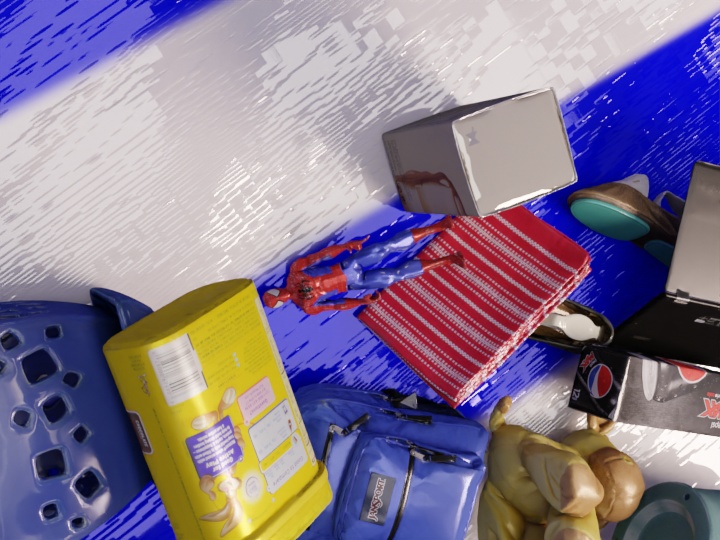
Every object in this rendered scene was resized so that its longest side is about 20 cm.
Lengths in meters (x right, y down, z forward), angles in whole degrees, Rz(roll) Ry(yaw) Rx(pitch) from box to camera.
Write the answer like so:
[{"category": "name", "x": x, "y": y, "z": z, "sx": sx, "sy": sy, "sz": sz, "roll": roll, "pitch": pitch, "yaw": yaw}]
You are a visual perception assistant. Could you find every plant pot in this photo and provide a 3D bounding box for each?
[{"category": "plant pot", "x": -0.256, "y": 0.116, "z": 0.870, "sx": 0.179, "sy": 0.200, "sz": 0.201, "roll": -16, "pitch": 98, "yaw": -20}, {"category": "plant pot", "x": 0.363, "y": 0.310, "z": 1.026, "sx": 0.187, "sy": 0.200, "sz": 0.201, "roll": 29, "pitch": 87, "yaw": -23}]

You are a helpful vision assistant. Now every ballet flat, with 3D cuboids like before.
[{"category": "ballet flat", "x": 0.172, "y": 0.038, "z": 1.034, "sx": 0.199, "sy": 0.068, "sz": 0.068, "roll": 15, "pitch": 88, "yaw": -15}, {"category": "ballet flat", "x": 0.305, "y": -0.057, "z": 1.068, "sx": 0.199, "sy": 0.068, "sz": 0.073, "roll": 25, "pitch": 68, "yaw": -15}]

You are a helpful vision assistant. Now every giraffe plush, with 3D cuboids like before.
[{"category": "giraffe plush", "x": 0.210, "y": 0.218, "z": 1.024, "sx": 0.161, "sy": 0.200, "sz": 0.173, "roll": 1, "pitch": 123, "yaw": -31}]

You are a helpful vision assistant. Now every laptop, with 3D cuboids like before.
[{"category": "laptop", "x": 0.378, "y": 0.006, "z": 1.061, "sx": 0.186, "sy": 0.200, "sz": 0.116, "roll": 12, "pitch": 59, "yaw": -15}]

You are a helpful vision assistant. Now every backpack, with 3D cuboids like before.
[{"category": "backpack", "x": 0.009, "y": 0.188, "z": 0.958, "sx": 0.199, "sy": 0.168, "sz": 0.163, "roll": 15, "pitch": 86, "yaw": -9}]

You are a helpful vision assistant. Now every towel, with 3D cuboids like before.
[{"category": "towel", "x": 0.112, "y": 0.019, "z": 0.999, "sx": 0.200, "sy": 0.023, "sz": 0.145, "roll": -45, "pitch": 63, "yaw": -7}]

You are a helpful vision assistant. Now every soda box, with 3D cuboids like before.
[{"category": "soda box", "x": 0.309, "y": 0.126, "z": 1.048, "sx": 0.199, "sy": 0.063, "sz": 0.071, "roll": 12, "pitch": 93, "yaw": -36}]

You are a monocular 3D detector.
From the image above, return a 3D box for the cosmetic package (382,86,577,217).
[{"category": "cosmetic package", "x": 0.103, "y": -0.106, "z": 0.935, "sx": 0.103, "sy": 0.200, "sz": 0.088, "roll": -20, "pitch": 99, "yaw": -12}]

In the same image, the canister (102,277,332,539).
[{"category": "canister", "x": -0.111, "y": 0.123, "z": 0.813, "sx": 0.148, "sy": 0.086, "sz": 0.201, "roll": -35, "pitch": 111, "yaw": -52}]

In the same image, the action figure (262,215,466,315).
[{"category": "action figure", "x": 0.000, "y": 0.000, "z": 0.986, "sx": 0.199, "sy": 0.052, "sz": 0.066, "roll": -18, "pitch": 101, "yaw": 4}]
